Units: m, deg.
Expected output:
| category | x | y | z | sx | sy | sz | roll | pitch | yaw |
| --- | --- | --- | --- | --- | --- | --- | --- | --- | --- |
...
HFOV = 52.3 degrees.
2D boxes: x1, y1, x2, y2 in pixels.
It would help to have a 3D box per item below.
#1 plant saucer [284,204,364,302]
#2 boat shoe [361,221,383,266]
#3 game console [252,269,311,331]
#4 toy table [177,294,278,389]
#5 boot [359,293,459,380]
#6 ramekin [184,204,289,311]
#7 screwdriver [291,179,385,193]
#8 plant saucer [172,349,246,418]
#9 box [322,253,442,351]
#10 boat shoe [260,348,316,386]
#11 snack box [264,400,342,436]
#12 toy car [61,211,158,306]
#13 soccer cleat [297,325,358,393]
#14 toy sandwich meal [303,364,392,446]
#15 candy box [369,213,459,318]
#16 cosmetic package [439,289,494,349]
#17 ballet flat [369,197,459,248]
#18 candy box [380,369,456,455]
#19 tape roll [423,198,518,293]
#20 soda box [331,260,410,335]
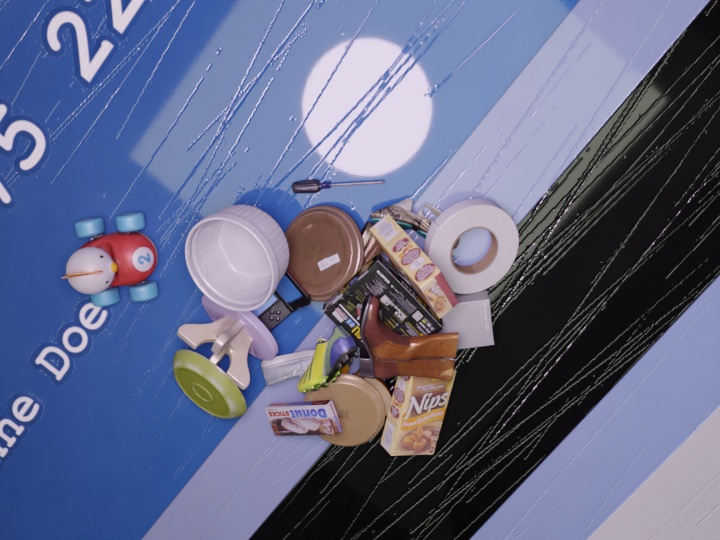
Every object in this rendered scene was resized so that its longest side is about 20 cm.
| category | x | y | z | sx | sy | sz | roll | pitch | yaw |
| --- | --- | --- | --- | --- | --- | --- | --- | --- | --- |
| plant saucer | -0.086 | -0.036 | 1.526 | 0.197 | 0.029 | 0.204 | -1 | 87 | 24 |
| boat shoe | 0.000 | 0.000 | 1.549 | 0.067 | 0.072 | 0.202 | 26 | 107 | -8 |
| game console | -0.224 | 0.034 | 1.543 | 0.172 | 0.119 | 0.201 | -39 | 97 | 4 |
| toy table | -0.283 | 0.149 | 1.548 | 0.198 | 0.117 | 0.185 | 32 | 143 | 11 |
| boot | 0.096 | 0.135 | 1.440 | 0.196 | 0.069 | 0.192 | 1 | 109 | 1 |
| ramekin | -0.232 | -0.032 | 1.436 | 0.197 | 0.105 | 0.203 | 11 | 121 | 19 |
| screwdriver | -0.046 | -0.180 | 1.538 | 0.196 | 0.029 | 0.028 | -4 | 102 | 0 |
| plant saucer | -0.333 | 0.254 | 1.580 | 0.198 | 0.031 | 0.202 | 25 | 141 | 21 |
| box | 0.046 | 0.091 | 1.487 | 0.159 | 0.049 | 0.200 | -42 | 103 | 17 |
| boat shoe | -0.119 | 0.211 | 1.599 | 0.197 | 0.070 | 0.073 | -13 | 84 | 12 |
| snack box | -0.127 | 0.323 | 1.600 | 0.198 | 0.024 | 0.073 | -12 | 103 | 40 |
| toy car | -0.527 | -0.008 | 1.511 | 0.174 | 0.200 | 0.188 | -7 | 103 | 5 |
| soccer cleat | -0.074 | 0.185 | 1.510 | 0.200 | 0.064 | 0.084 | -46 | 66 | 40 |
| toy sandwich meal | -0.028 | 0.295 | 1.623 | 0.201 | 0.070 | 0.209 | 3 | 114 | 6 |
| candy box | 0.104 | -0.011 | 1.437 | 0.055 | 0.201 | 0.116 | -38 | 138 | 0 |
| cosmetic package | 0.180 | 0.109 | 1.556 | 0.196 | 0.090 | 0.109 | -9 | 104 | 9 |
| ballet flat | 0.119 | -0.106 | 1.530 | 0.197 | 0.068 | 0.076 | 20 | 82 | -7 |
| candy box | 0.125 | 0.297 | 1.586 | 0.114 | 0.055 | 0.203 | 6 | 106 | -31 |
| tape roll | 0.228 | -0.048 | 1.506 | 0.199 | 0.037 | 0.206 | -7 | 119 | -13 |
| soda box | 0.024 | 0.076 | 1.565 | 0.063 | 0.068 | 0.201 | 38 | 101 | -5 |
